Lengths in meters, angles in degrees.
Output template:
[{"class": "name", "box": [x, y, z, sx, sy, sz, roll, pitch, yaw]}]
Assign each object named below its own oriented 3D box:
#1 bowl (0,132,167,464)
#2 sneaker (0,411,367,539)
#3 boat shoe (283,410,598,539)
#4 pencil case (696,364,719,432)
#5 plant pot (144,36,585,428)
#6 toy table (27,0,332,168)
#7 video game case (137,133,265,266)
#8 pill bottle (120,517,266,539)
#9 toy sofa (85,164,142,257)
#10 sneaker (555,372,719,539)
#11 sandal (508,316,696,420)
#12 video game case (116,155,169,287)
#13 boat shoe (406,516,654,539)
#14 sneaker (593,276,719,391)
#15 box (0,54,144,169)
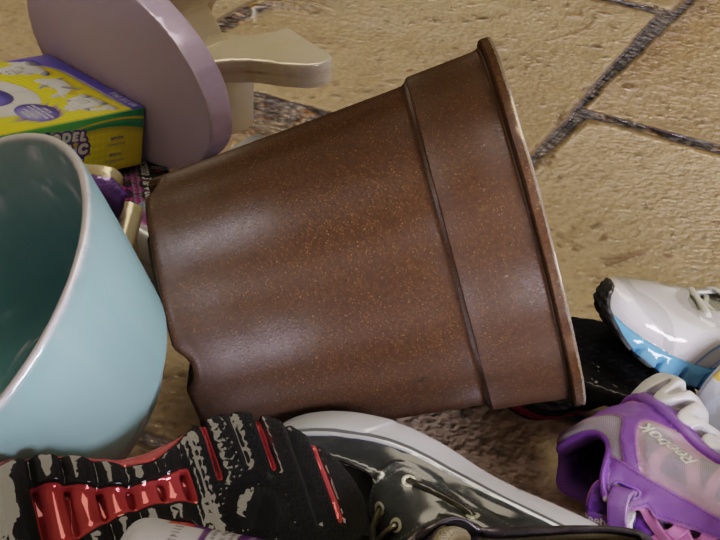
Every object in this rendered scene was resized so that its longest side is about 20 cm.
[{"class": "bowl", "box": [-0.171, 0.044, 0.869, 0.105, 0.201, 0.201, 40, 4, -38]}, {"class": "sneaker", "box": [-0.096, 0.118, 0.826, 0.199, 0.087, 0.074, -2, 61, -26]}, {"class": "boat shoe", "box": [0.035, 0.126, 0.868, 0.199, 0.069, 0.057, 19, 28, 18]}, {"class": "pencil case", "box": [0.249, 0.117, 0.921, 0.083, 0.091, 0.200, -3, 27, -22]}, {"class": "plant pot", "box": [0.000, 0.000, 0.953, 0.197, 0.201, 0.200, -16, 27, 3]}, {"class": "toy table", "box": [-0.123, -0.161, 1.226, 0.117, 0.184, 0.200, -28, 60, -34]}, {"class": "video game case", "box": [-0.029, -0.009, 1.130, 0.199, 0.024, 0.182, 30, 31, 13]}, {"class": "pill bottle", "box": [-0.006, 0.171, 0.711, 0.199, 0.112, 0.112, 10, 26, 6]}, {"class": "toy sofa", "box": [-0.227, -0.012, 1.008, 0.199, 0.098, 0.083, 9, 61, 2]}, {"class": "sneaker", "box": [0.164, 0.125, 0.905, 0.088, 0.081, 0.200, -11, 26, -21]}, {"class": "sandal", "box": [0.098, 0.057, 1.052, 0.199, 0.045, 0.075, 13, 28, 12]}, {"class": "video game case", "box": [-0.212, -0.044, 1.175, 0.180, 0.036, 0.200, 2, 27, -13]}, {"class": "boat shoe", "box": [0.041, 0.142, 0.791, 0.199, 0.065, 0.072, -4, 33, 16]}, {"class": "sneaker", "box": [0.228, 0.029, 1.034, 0.199, 0.087, 0.075, 19, 26, -21]}, {"class": "box", "box": [-0.254, -0.091, 1.163, 0.199, 0.049, 0.117, -20, 37, -41]}]
